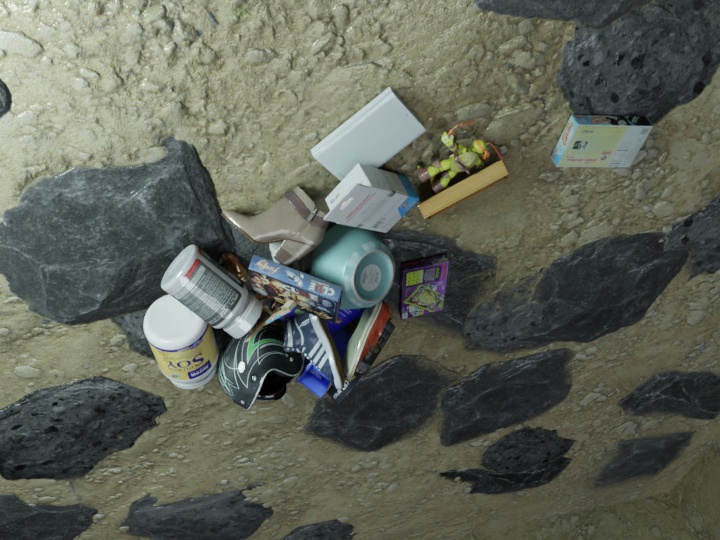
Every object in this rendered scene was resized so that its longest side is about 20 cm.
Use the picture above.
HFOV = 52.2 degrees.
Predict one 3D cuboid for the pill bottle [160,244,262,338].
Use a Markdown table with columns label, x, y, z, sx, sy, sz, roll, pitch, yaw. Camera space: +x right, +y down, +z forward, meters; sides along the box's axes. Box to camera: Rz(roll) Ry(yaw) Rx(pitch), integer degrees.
| label | x | y | z | sx | sy | sz | roll | pitch | yaw |
| --- | --- | --- | --- | --- | --- | --- | --- | --- | --- |
| pill bottle | -0.312 | 0.049 | 1.556 | 0.113 | 0.115 | 0.200 | -37 | 116 | 23 |

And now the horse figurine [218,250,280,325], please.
| label | x | y | z | sx | sy | sz | roll | pitch | yaw |
| --- | --- | --- | --- | --- | --- | --- | --- | --- | --- |
| horse figurine | -0.255 | 0.047 | 1.654 | 0.198 | 0.050 | 0.134 | 28 | 106 | -22 |

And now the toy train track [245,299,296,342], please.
| label | x | y | z | sx | sy | sz | roll | pitch | yaw |
| --- | --- | --- | --- | --- | --- | --- | --- | --- | --- |
| toy train track | -0.198 | 0.094 | 1.578 | 0.033 | 0.115 | 0.199 | 49 | 144 | -9 |

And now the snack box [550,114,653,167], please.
| label | x | y | z | sx | sy | sz | roll | pitch | yaw |
| --- | --- | --- | --- | --- | --- | --- | --- | --- | --- |
| snack box | 0.528 | -0.282 | 1.610 | 0.196 | 0.038 | 0.117 | -3 | 138 | -19 |

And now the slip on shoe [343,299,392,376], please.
| label | x | y | z | sx | sy | sz | roll | pitch | yaw |
| --- | --- | --- | --- | --- | --- | --- | --- | --- | --- |
| slip on shoe | 0.016 | 0.162 | 1.730 | 0.060 | 0.074 | 0.203 | 24 | 96 | -23 |

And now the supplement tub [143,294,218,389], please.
| label | x | y | z | sx | sy | sz | roll | pitch | yaw |
| --- | --- | --- | --- | --- | --- | --- | --- | --- | --- |
| supplement tub | -0.403 | 0.165 | 1.676 | 0.142 | 0.147 | 0.202 | -12 | 141 | -7 |

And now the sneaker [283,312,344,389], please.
| label | x | y | z | sx | sy | sz | roll | pitch | yaw |
| --- | --- | --- | --- | --- | --- | --- | --- | --- | --- |
| sneaker | -0.112 | 0.195 | 1.712 | 0.107 | 0.070 | 0.203 | -19 | 101 | 8 |

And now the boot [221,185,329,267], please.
| label | x | y | z | sx | sy | sz | roll | pitch | yaw |
| --- | --- | --- | --- | --- | --- | --- | --- | --- | --- |
| boot | -0.165 | -0.110 | 1.503 | 0.199 | 0.070 | 0.147 | 37 | 94 | -14 |

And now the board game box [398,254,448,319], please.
| label | x | y | z | sx | sy | sz | roll | pitch | yaw |
| --- | --- | --- | --- | --- | --- | --- | --- | --- | --- |
| board game box | 0.157 | 0.044 | 1.852 | 0.117 | 0.033 | 0.202 | -8 | 141 | -6 |

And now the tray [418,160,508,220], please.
| label | x | y | z | sx | sy | sz | roll | pitch | yaw |
| --- | --- | --- | --- | --- | --- | --- | --- | --- | --- |
| tray | 0.222 | -0.171 | 1.582 | 0.197 | 0.038 | 0.099 | -27 | 177 | 11 |

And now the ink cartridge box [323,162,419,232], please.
| label | x | y | z | sx | sy | sz | roll | pitch | yaw |
| --- | --- | --- | --- | --- | --- | --- | --- | --- | --- |
| ink cartridge box | 0.012 | -0.149 | 1.501 | 0.198 | 0.067 | 0.116 | 8 | 138 | -48 |

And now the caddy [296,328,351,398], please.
| label | x | y | z | sx | sy | sz | roll | pitch | yaw |
| --- | --- | --- | --- | --- | --- | --- | --- | --- | --- |
| caddy | -0.088 | 0.218 | 1.838 | 0.104 | 0.200 | 0.142 | 38 | 123 | 1 |

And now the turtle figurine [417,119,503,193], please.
| label | x | y | z | sx | sy | sz | roll | pitch | yaw |
| --- | --- | --- | --- | --- | --- | --- | --- | --- | --- |
| turtle figurine | 0.208 | -0.223 | 1.526 | 0.160 | 0.065 | 0.198 | -33 | 152 | 28 |

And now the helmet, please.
| label | x | y | z | sx | sy | sz | roll | pitch | yaw |
| --- | --- | --- | --- | --- | --- | --- | --- | --- | --- |
| helmet | -0.250 | 0.226 | 1.761 | 0.188 | 0.202 | 0.201 | -3 | 140 | -31 |

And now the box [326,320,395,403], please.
| label | x | y | z | sx | sy | sz | roll | pitch | yaw |
| --- | --- | --- | --- | --- | --- | --- | --- | --- | --- |
| box | 0.003 | 0.228 | 1.887 | 0.049 | 0.200 | 0.162 | 40 | 125 | -1 |

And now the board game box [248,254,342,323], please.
| label | x | y | z | sx | sy | sz | roll | pitch | yaw |
| --- | --- | --- | --- | --- | --- | --- | --- | --- | --- |
| board game box | -0.137 | 0.041 | 1.552 | 0.196 | 0.035 | 0.136 | 20 | 157 | 4 |

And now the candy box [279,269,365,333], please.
| label | x | y | z | sx | sy | sz | roll | pitch | yaw |
| --- | --- | --- | --- | --- | --- | --- | --- | --- | --- |
| candy box | -0.083 | 0.069 | 1.747 | 0.198 | 0.078 | 0.169 | -30 | 138 | 16 |

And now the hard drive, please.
| label | x | y | z | sx | sy | sz | roll | pitch | yaw |
| --- | --- | --- | --- | --- | --- | --- | --- | --- | --- |
| hard drive | 0.017 | -0.257 | 1.446 | 0.199 | 0.027 | 0.131 | -35 | 138 | 19 |

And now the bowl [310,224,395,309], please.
| label | x | y | z | sx | sy | sz | roll | pitch | yaw |
| --- | --- | --- | --- | --- | --- | --- | --- | --- | --- |
| bowl | 0.000 | 0.000 | 1.600 | 0.198 | 0.104 | 0.205 | -12 | 109 | -35 |

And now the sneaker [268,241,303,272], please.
| label | x | y | z | sx | sy | sz | roll | pitch | yaw |
| --- | --- | --- | --- | --- | --- | --- | --- | --- | --- |
| sneaker | -0.157 | -0.020 | 1.613 | 0.072 | 0.081 | 0.202 | -15 | 139 | 0 |
